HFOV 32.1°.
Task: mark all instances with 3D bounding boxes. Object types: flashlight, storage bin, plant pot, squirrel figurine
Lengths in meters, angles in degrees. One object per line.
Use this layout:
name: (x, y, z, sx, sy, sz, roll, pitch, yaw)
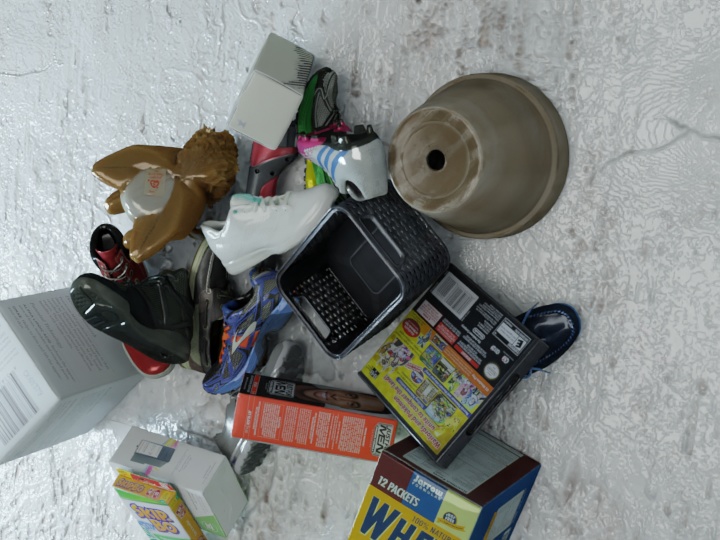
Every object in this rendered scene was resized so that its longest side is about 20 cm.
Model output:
flashlight: (-0.119, -0.100, 1.635, 0.067, 0.068, 0.202, 23, 111, 44)
storage bin: (0.000, 0.000, 1.519, 0.136, 0.094, 0.200, 52, 139, 7)
plant pot: (0.121, -0.129, 1.440, 0.198, 0.173, 0.202, 3, 98, 26)
squirrel figurine: (-0.233, -0.098, 1.645, 0.199, 0.187, 0.142, -34, 78, -2)

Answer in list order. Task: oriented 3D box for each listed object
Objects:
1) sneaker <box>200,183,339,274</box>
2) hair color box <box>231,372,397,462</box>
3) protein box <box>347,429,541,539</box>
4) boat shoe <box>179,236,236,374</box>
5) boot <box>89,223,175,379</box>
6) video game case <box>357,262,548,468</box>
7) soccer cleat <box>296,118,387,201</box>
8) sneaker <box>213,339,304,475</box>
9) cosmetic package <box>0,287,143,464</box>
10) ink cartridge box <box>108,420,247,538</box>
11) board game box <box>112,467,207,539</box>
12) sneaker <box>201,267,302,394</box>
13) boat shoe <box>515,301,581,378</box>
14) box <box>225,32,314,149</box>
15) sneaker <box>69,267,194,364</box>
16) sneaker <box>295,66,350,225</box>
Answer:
sneaker: (-0.119, -0.067, 1.549, 0.199, 0.075, 0.089, -28, 111, 31)
hair color box: (-0.056, 0.183, 1.566, 0.198, 0.102, 0.062, 10, 100, -3)
protein box: (0.091, 0.306, 1.489, 0.134, 0.200, 0.200, 27, 108, 23)
boat shoe: (-0.196, 0.047, 1.690, 0.066, 0.072, 0.202, 20, 110, 19)
boot: (-0.310, 0.040, 1.677, 0.072, 0.144, 0.201, -22, 66, -3)
video game case: (0.103, 0.107, 1.472, 0.181, 0.025, 0.200, -50, 39, 3)
soccer cleat: (-0.022, -0.124, 1.452, 0.069, 0.200, 0.087, -20, 105, -14)
sneaker: (-0.144, 0.173, 1.670, 0.082, 0.075, 0.201, 35, 108, 25)
cosmetic package: (-0.442, 0.141, 1.753, 0.165, 0.200, 0.165, -43, 78, 25)
ink cartridge box: (-0.266, 0.285, 1.720, 0.199, 0.068, 0.118, 13, 143, 27)
board game box: (-0.267, 0.341, 1.711, 0.095, 0.030, 0.201, 11, 141, 27)
sneaker: (-0.156, 0.076, 1.652, 0.078, 0.075, 0.201, 30, 103, -18)
boat shoe: (0.173, 0.106, 1.497, 0.199, 0.069, 0.085, -35, 80, 26)
box: (-0.108, -0.223, 1.532, 0.068, 0.200, 0.083, 26, 113, -9)
sneaker: (-0.286, 0.032, 1.604, 0.076, 0.199, 0.115, -14, 56, 37)
sneaker: (-0.028, -0.156, 1.579, 0.084, 0.078, 0.202, -3, 103, 21)
